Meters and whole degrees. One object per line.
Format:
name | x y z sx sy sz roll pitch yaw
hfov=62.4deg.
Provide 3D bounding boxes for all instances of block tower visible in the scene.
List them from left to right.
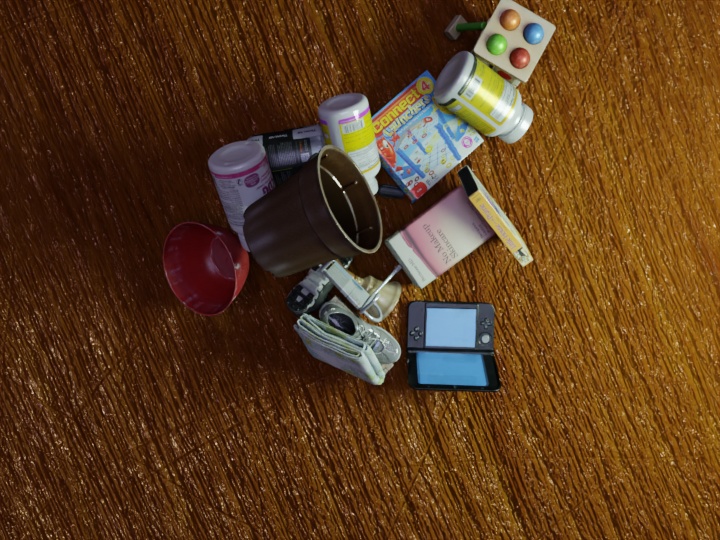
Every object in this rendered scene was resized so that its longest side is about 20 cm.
block tower | -0.003 0.142 1.326 0.054 0.058 0.200 -44 94 2

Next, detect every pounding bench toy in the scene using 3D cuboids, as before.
pounding bench toy | 0.274 -0.481 1.237 0.198 0.156 0.125 29 93 -1

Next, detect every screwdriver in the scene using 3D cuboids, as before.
screwdriver | 0.003 -0.189 1.320 0.197 0.028 0.029 13 63 -1

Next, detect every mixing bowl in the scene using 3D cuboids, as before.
mixing bowl | -0.312 -0.016 1.275 0.198 0.108 0.203 10 111 26

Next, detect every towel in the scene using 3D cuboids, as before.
towel | -0.043 0.171 1.239 0.170 0.200 0.048 24 71 23

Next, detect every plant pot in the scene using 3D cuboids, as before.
plant pot | -0.095 -0.092 1.078 0.196 0.200 0.202 -22 93 26

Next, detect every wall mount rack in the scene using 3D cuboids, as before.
wall mount rack | 0.000 0.000 1.208 0.200 0.174 0.075 46 117 -3

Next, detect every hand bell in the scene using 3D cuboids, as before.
hand bell | -0.019 0.015 1.266 0.199 0.104 0.105 36 93 -19

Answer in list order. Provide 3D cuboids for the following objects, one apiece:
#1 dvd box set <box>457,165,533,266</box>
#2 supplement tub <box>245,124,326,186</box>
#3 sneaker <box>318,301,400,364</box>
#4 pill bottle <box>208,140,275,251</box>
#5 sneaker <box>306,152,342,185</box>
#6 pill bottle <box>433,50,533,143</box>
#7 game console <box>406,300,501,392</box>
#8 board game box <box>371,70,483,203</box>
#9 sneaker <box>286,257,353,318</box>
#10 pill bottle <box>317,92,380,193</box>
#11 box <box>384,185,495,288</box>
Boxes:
dvd box set | 0.278 -0.115 1.236 0.029 0.147 0.200 -36 114 18
supplement tub | -0.166 -0.237 1.271 0.197 0.123 0.124 -9 93 0
sneaker | -0.005 0.141 1.257 0.198 0.082 0.075 30 93 -2
pill bottle | -0.221 -0.145 1.189 0.112 0.114 0.202 -11 128 1
sneaker | -0.072 -0.163 1.222 0.099 0.201 0.071 34 58 16
pill bottle | 0.258 -0.352 1.232 0.199 0.112 0.113 28 93 -23
game console | 0.202 0.161 1.295 0.197 0.116 0.179 2 94 0
board game box | 0.129 -0.288 1.288 0.200 0.056 0.196 -41 93 -4
sneaker | -0.088 0.029 1.317 0.066 0.091 0.200 34 68 17
pill bottle | -0.017 -0.250 1.220 0.103 0.105 0.202 -13 124 1
box | 0.167 -0.071 1.282 0.199 0.109 0.128 -37 93 0
